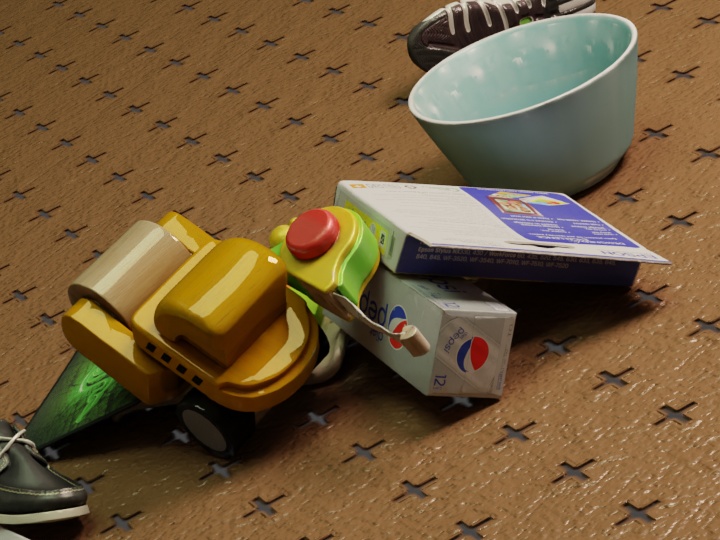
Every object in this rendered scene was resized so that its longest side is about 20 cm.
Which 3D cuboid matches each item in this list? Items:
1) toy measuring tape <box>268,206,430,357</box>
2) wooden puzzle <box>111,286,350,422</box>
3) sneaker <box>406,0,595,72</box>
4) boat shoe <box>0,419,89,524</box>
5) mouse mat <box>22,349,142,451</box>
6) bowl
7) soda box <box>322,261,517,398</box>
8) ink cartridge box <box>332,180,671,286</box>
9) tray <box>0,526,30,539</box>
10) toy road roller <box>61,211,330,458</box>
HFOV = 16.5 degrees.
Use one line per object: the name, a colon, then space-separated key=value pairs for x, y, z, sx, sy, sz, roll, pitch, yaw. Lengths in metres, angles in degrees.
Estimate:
toy measuring tape: x=0.000 y=0.000 z=1.793 sx=0.074 sy=0.074 sz=0.200 roll=-31 pitch=35 yaw=-24
wooden puzzle: x=-0.095 y=0.047 z=1.989 sx=0.200 sy=0.037 sz=0.185 roll=-14 pitch=25 yaw=16
sneaker: x=0.121 y=-0.238 z=2.408 sx=0.200 sy=0.076 sz=0.115 roll=-17 pitch=16 yaw=-20
boat shoe: x=-0.272 y=0.148 z=1.861 sx=0.072 sy=0.068 sz=0.200 roll=-7 pitch=14 yaw=-37
mouse mat: x=-0.196 y=0.074 z=1.990 sx=0.161 sy=0.008 sz=0.200 roll=-26 pitch=20 yaw=31
bowl: x=0.149 y=-0.126 z=2.083 sx=0.201 sy=0.105 sz=0.201 roll=-16 pitch=24 yaw=7
soda box: x=0.041 y=0.032 z=1.845 sx=0.063 sy=0.068 sz=0.200 roll=3 pitch=15 yaw=-25
ink cartridge box: x=0.103 y=-0.021 z=1.871 sx=0.197 sy=0.047 sz=0.200 roll=4 pitch=17 yaw=-21
tray: x=-0.326 y=0.246 z=1.764 sx=0.200 sy=0.022 sz=0.107 roll=-33 pitch=27 yaw=-28
toy road roller: x=-0.121 y=0.026 z=1.834 sx=0.200 sy=0.146 sz=0.123 roll=34 pitch=62 yaw=19
